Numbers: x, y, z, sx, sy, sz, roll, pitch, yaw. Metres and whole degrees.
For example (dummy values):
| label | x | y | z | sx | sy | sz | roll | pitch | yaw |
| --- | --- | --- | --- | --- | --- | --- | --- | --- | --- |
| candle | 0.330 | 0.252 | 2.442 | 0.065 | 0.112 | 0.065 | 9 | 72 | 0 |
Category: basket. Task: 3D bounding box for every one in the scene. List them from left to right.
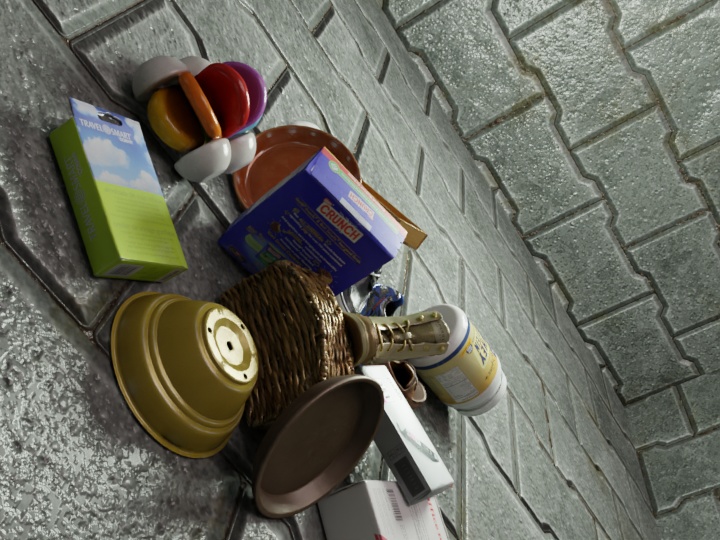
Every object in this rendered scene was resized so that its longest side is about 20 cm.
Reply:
| label | x | y | z | sx | sy | sz | roll | pitch | yaw |
| --- | --- | --- | --- | --- | --- | --- | --- | --- | --- |
| basket | -0.071 | 0.100 | 1.007 | 0.149 | 0.143 | 0.200 | 32 | 34 | -55 |

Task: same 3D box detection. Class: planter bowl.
| label | x | y | z | sx | sy | sz | roll | pitch | yaw |
| --- | --- | --- | --- | --- | --- | --- | --- | --- | --- |
| planter bowl | -0.172 | 0.097 | 0.863 | 0.200 | 0.083 | 0.201 | 49 | 24 | -31 |

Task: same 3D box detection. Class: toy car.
| label | x | y | z | sx | sy | sz | roll | pitch | yaw |
| --- | --- | --- | --- | --- | --- | --- | --- | --- | --- |
| toy car | -0.204 | -0.231 | 1.091 | 0.175 | 0.150 | 0.200 | 60 | 21 | -5 |

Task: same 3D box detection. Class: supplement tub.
| label | x | y | z | sx | sy | sz | roll | pitch | yaw |
| --- | --- | --- | --- | --- | --- | --- | --- | --- | --- |
| supplement tub | 0.185 | 0.178 | 1.518 | 0.200 | 0.144 | 0.145 | 50 | 24 | -30 |

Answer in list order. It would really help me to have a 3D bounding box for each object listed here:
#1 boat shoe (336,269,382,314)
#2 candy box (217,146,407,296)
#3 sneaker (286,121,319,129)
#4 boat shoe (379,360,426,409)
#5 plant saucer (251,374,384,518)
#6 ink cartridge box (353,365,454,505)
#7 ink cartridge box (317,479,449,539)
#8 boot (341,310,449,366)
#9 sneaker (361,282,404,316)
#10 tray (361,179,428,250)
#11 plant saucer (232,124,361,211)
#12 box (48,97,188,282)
| label | x | y | z | sx | sy | sz | roll | pitch | yaw |
| --- | --- | --- | --- | --- | --- | --- | --- | --- | --- |
| boat shoe | 0.000 | 0.000 | 1.205 | 0.072 | 0.068 | 0.200 | 55 | 28 | -34 |
| candy box | -0.067 | -0.046 | 1.071 | 0.169 | 0.200 | 0.077 | 46 | 39 | -16 |
| sneaker | -0.080 | -0.200 | 1.449 | 0.200 | 0.075 | 0.105 | 28 | 35 | -63 |
| boat shoe | 0.067 | 0.193 | 1.329 | 0.200 | 0.067 | 0.072 | 33 | 35 | -52 |
| plant saucer | -0.051 | 0.202 | 0.912 | 0.029 | 0.200 | 0.200 | 35 | 4 | 33 |
| ink cartridge box | 0.069 | 0.231 | 1.134 | 0.200 | 0.044 | 0.173 | 58 | 20 | 20 |
| ink cartridge box | 0.042 | 0.363 | 1.042 | 0.200 | 0.085 | 0.146 | 25 | 42 | -56 |
| boot | 0.047 | 0.089 | 1.052 | 0.200 | 0.155 | 0.073 | 122 | -38 | -76 |
| sneaker | 0.020 | 0.108 | 1.232 | 0.075 | 0.078 | 0.201 | 55 | 43 | -63 |
| tray | 0.013 | -0.112 | 1.280 | 0.200 | 0.037 | 0.099 | 42 | 11 | 32 |
| plant saucer | -0.099 | -0.139 | 1.218 | 0.032 | 0.200 | 0.201 | 109 | -33 | -61 |
| box | -0.277 | -0.088 | 0.890 | 0.122 | 0.048 | 0.200 | 11 | 55 | -65 |
